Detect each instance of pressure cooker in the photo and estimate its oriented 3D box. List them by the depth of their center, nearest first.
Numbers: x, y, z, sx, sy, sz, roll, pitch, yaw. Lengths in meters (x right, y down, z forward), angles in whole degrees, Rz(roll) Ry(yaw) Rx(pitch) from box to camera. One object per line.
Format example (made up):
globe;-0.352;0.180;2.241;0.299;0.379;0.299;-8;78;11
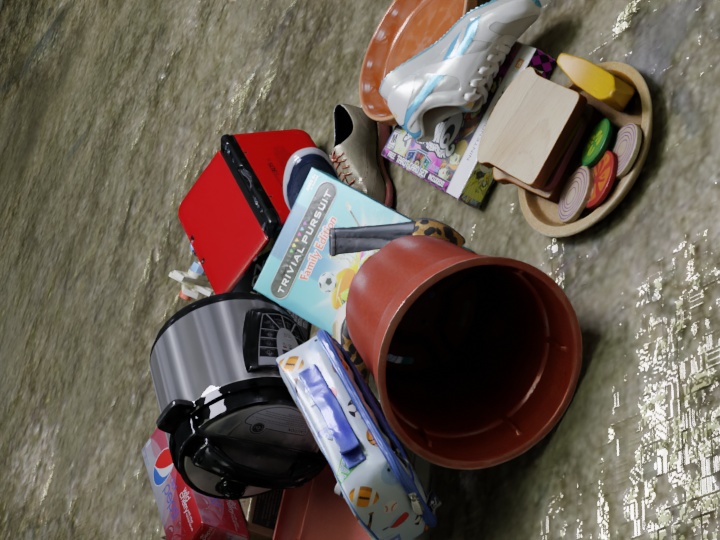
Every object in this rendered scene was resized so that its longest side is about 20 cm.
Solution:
pressure cooker;-0.125;0.147;1.610;0.174;0.179;0.201;-17;48;-4

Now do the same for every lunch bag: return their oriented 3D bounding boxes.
lunch bag;-0.002;0.159;1.403;0.075;0.161;0.201;-31;55;-3

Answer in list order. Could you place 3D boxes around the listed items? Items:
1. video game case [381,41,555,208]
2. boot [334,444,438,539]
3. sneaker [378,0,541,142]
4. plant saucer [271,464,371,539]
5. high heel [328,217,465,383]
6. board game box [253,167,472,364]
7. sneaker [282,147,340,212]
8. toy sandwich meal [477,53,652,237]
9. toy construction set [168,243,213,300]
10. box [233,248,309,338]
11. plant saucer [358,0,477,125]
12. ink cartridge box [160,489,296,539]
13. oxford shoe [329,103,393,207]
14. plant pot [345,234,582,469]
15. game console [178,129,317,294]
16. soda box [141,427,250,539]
video game case;0.116;-0.179;1.692;0.182;0.036;0.200;-62;30;6
boot;0.021;0.231;1.492;0.095;0.074;0.201;4;58;13
sneaker;0.118;-0.219;1.619;0.200;0.076;0.081;-37;73;21
plant saucer;-0.028;0.288;1.605;0.199;0.037;0.202;-13;60;54
high heel;0.042;0.047;1.567;0.071;0.141;0.202;-115;22;-74
board game box;0.000;0.000;1.642;0.199;0.047;0.152;29;96;25
sneaker;-0.039;-0.034;1.733;0.109;0.069;0.201;-119;19;-57
toy sandwich meal;0.201;-0.130;1.488;0.205;0.070;0.207;-37;42;41
toy construction set;-0.176;-0.045;2.023;0.201;0.092;0.131;-53;32;2
box;-0.125;0.077;1.888;0.161;0.049;0.202;-23;50;47
plant saucer;0.070;-0.260;1.758;0.200;0.032;0.202;-40;37;38
ink cartridge box;-0.144;0.240;1.782;0.199;0.075;0.166;-17;55;52
oxford shoe;-0.009;-0.112;1.805;0.070;0.074;0.201;-38;41;38
plant pot;0.081;0.060;1.450;0.202;0.200;0.195;-63;22;6
game console;-0.120;-0.074;1.901;0.200;0.171;0.119;-121;33;-45
soda box;-0.187;0.250;1.703;0.064;0.070;0.200;-54;34;17
